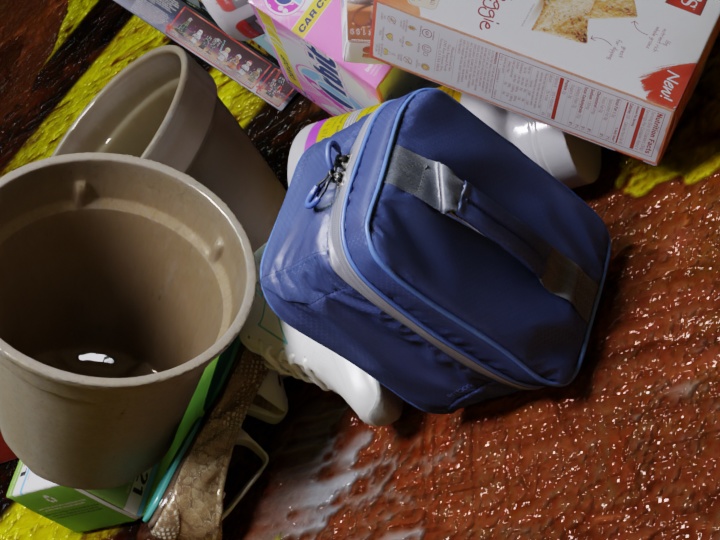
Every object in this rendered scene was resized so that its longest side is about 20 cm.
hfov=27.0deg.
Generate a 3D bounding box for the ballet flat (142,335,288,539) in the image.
[{"bbox_3d":[-0.091,0.112,1.095,0.200,0.065,0.071,-67,9,-23],"label":"ballet flat"}]

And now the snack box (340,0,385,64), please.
[{"bbox_3d":[0.087,-0.167,1.009,0.024,0.200,0.072,102,168,-55],"label":"snack box"}]

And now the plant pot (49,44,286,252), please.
[{"bbox_3d":[-0.150,-0.058,1.251,0.200,0.173,0.200,-35,34,28],"label":"plant pot"}]

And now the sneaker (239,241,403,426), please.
[{"bbox_3d":[-0.034,0.050,1.039,0.080,0.070,0.200,-33,42,-4],"label":"sneaker"}]

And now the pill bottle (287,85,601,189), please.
[{"bbox_3d":[0.057,-0.073,1.024,0.200,0.104,0.104,-13,45,28],"label":"pill bottle"}]

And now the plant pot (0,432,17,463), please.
[{"bbox_3d":[-0.319,0.035,1.386,0.200,0.176,0.200,-20,42,43],"label":"plant pot"}]

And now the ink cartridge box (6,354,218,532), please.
[{"bbox_3d":[-0.179,0.115,1.185,0.200,0.076,0.148,-21,45,48],"label":"ink cartridge box"}]

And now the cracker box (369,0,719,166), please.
[{"bbox_3d":[0.123,-0.163,0.955,0.058,0.200,0.134,97,-161,-54],"label":"cracker box"}]

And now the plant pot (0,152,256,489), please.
[{"bbox_3d":[-0.186,0.052,1.055,0.184,0.200,0.201,108,173,-48],"label":"plant pot"}]

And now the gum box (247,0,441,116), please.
[{"bbox_3d":[-0.003,-0.160,1.128,0.066,0.113,0.200,-54,-13,-6],"label":"gum box"}]

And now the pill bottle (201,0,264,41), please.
[{"bbox_3d":[-0.033,-0.270,1.178,0.200,0.116,0.116,-23,37,14],"label":"pill bottle"}]

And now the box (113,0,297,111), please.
[{"bbox_3d":[-0.148,-0.246,1.432,0.040,0.200,0.137,-47,28,20],"label":"box"}]

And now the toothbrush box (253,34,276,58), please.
[{"bbox_3d":[-0.071,-0.266,1.346,0.085,0.200,0.147,-41,31,22],"label":"toothbrush box"}]

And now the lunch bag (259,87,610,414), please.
[{"bbox_3d":[0.047,-0.014,0.893,0.132,0.200,0.136,-21,44,48],"label":"lunch bag"}]

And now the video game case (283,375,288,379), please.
[{"bbox_3d":[0.000,0.000,1.134,0.200,0.018,0.143,-26,39,39],"label":"video game case"}]
